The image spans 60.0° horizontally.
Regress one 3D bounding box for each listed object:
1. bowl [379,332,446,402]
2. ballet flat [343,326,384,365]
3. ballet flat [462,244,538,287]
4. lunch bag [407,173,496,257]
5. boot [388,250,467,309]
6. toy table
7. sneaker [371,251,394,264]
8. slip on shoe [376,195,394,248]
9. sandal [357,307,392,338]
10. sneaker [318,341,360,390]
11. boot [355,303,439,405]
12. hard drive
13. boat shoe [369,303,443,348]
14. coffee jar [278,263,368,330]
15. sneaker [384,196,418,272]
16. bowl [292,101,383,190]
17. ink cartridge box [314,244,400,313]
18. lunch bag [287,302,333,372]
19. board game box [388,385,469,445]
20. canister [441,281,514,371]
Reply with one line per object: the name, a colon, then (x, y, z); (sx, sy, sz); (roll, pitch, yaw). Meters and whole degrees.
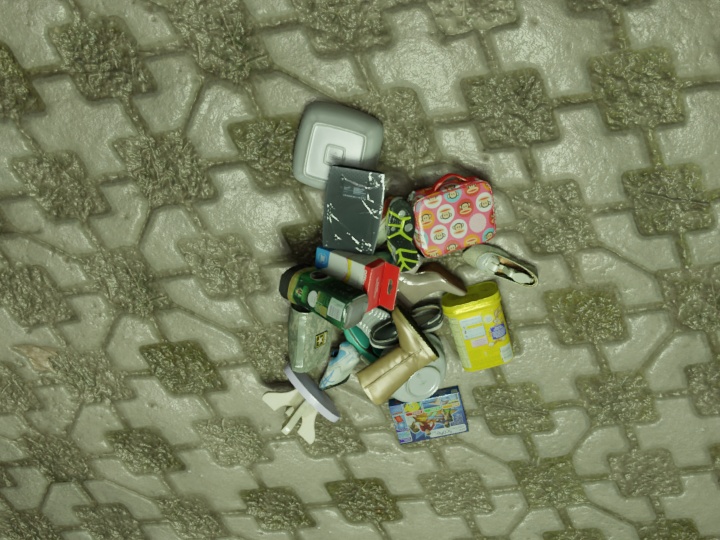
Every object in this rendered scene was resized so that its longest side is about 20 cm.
bowl: (0.146, 0.266, 1.602); (0.199, 0.090, 0.203); (-9, 118, -18)
ballet flat: (0.011, 0.206, 1.637); (0.200, 0.068, 0.070); (42, 121, -12)
ballet flat: (0.347, -0.011, 1.522); (0.198, 0.062, 0.068); (18, 113, -4)
lunch bag: (0.211, -0.137, 1.449); (0.198, 0.082, 0.178); (-15, 113, -6)
boot: (0.146, 0.044, 1.554); (0.199, 0.070, 0.147); (37, 108, -2)
toy table: (-0.161, 0.358, 1.663); (0.117, 0.184, 0.200); (-44, 86, 3)
sneaker: (0.000, 0.000, 1.548); (0.198, 0.082, 0.075); (-9, 99, 33)
slip on shoe: (0.032, -0.102, 1.508); (0.200, 0.074, 0.062); (-45, 61, 28)
sandal: (0.020, 0.121, 1.607); (0.202, 0.050, 0.083); (39, 90, -28)
sneaker: (-0.060, 0.257, 1.650); (0.071, 0.073, 0.200); (-10, 150, -36)
boot: (0.068, 0.206, 1.516); (0.199, 0.066, 0.176); (-37, 89, 13)
hard drive: (-0.016, -0.140, 1.423); (0.133, 0.042, 0.202); (9, 118, 2)
boat shoe: (0.116, 0.137, 1.566); (0.198, 0.074, 0.061); (-15, 144, -6)
coffee jar: (-0.087, 0.055, 1.423); (0.199, 0.104, 0.086); (26, 115, 27)
sneaker: (0.084, -0.088, 1.443); (0.075, 0.077, 0.201); (-19, 133, -13)
bowl: (-0.057, -0.271, 1.431); (0.198, 0.075, 0.202); (15, 113, -2)
ink cartridge box: (-0.012, 0.020, 1.468); (0.198, 0.067, 0.117); (21, 116, 28)
lunch bag: (-0.125, 0.137, 1.541); (0.116, 0.200, 0.166); (7, 113, 1)
board game box: (0.189, 0.402, 1.723); (0.198, 0.035, 0.137); (-13, 112, 9)
canister: (0.300, 0.146, 1.581); (0.147, 0.087, 0.202); (-16, 113, 10)
